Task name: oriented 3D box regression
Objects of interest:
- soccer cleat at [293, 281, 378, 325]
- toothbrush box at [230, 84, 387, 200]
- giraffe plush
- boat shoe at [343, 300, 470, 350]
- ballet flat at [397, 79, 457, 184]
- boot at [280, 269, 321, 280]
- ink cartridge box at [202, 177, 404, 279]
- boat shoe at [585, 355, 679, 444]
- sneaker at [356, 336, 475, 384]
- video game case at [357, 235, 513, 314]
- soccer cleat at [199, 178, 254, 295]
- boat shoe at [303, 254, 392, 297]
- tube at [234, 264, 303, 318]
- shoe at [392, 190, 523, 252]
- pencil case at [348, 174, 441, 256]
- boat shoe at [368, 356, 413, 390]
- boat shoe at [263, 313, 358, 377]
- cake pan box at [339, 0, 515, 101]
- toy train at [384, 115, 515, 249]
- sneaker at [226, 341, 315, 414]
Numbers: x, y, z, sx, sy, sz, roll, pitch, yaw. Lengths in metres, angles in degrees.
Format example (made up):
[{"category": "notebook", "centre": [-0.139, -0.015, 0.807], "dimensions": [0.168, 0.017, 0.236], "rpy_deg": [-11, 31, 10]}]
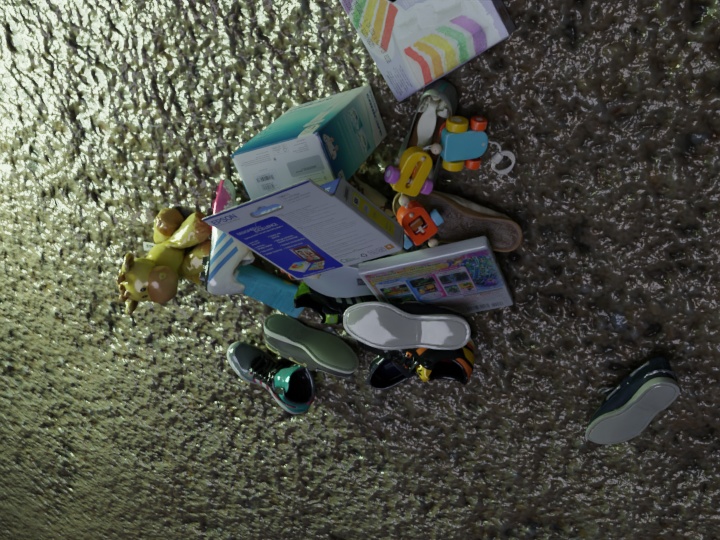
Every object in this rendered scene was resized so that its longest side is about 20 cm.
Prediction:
[{"category": "soccer cleat", "centre": [-0.023, 0.072, 1.173], "dimensions": [0.198, 0.081, 0.068], "rpy_deg": [18, 126, 13]}, {"category": "toothbrush box", "centre": [-0.067, -0.181, 0.963], "dimensions": [0.145, 0.201, 0.086], "rpy_deg": [-9, 118, 28]}, {"category": "giraffe plush", "centre": [-0.366, -0.005, 1.231], "dimensions": [0.198, 0.163, 0.174], "rpy_deg": [-6, 117, 27]}, {"category": "boat shoe", "centre": [0.073, 0.081, 1.056], "dimensions": [0.197, 0.060, 0.075], "rpy_deg": [2, 102, 5]}, {"category": "ballet flat", "centre": [0.088, -0.177, 0.980], "dimensions": [0.067, 0.064, 0.202], "rpy_deg": [21, 126, 8]}, {"category": "boot", "centre": [-0.128, -0.042, 1.111], "dimensions": [0.199, 0.074, 0.109], "rpy_deg": [12, 101, 48]}, {"category": "ink cartridge box", "centre": [-0.075, -0.063, 0.914], "dimensions": [0.196, 0.048, 0.200], "rpy_deg": [-14, 145, 35]}, {"category": "boat shoe", "centre": [0.421, 0.207, 1.063], "dimensions": [0.074, 0.062, 0.201], "rpy_deg": [16, 135, -5]}, {"category": "sneaker", "centre": [0.089, 0.134, 1.090], "dimensions": [0.197, 0.091, 0.071], "rpy_deg": [9, 131, 1]}, {"category": "video game case", "centre": [0.120, 0.022, 1.041], "dimensions": [0.198, 0.024, 0.182], "rpy_deg": [-12, 146, 20]}, {"category": "soccer cleat", "centre": [-0.221, -0.055, 1.157], "dimensions": [0.085, 0.203, 0.070], "rpy_deg": [7, 168, -8]}, {"category": "boat shoe", "centre": [0.000, -0.003, 1.126], "dimensions": [0.197, 0.068, 0.074], "rpy_deg": [-3, 116, 18]}, {"category": "tube", "centre": [-0.184, 0.026, 1.223], "dimensions": [0.198, 0.051, 0.077], "rpy_deg": [27, 134, -18]}, {"category": "shoe", "centre": [0.143, -0.074, 1.009], "dimensions": [0.198, 0.053, 0.071], "rpy_deg": [18, 107, 5]}, {"category": "pencil case", "centre": [0.038, -0.074, 1.059], "dimensions": [0.199, 0.089, 0.078], "rpy_deg": [33, 99, 2]}, {"category": "boat shoe", "centre": [0.086, 0.154, 1.187], "dimensions": [0.199, 0.062, 0.075], "rpy_deg": [-36, 100, 34]}, {"category": "boat shoe", "centre": [-0.094, 0.150, 1.265], "dimensions": [0.199, 0.072, 0.061], "rpy_deg": [26, 132, 17]}, {"category": "cake pan box", "centre": [0.077, -0.355, 0.884], "dimensions": [0.183, 0.052, 0.201], "rpy_deg": [-22, 109, 31]}, {"category": "toy train", "centre": [0.110, -0.130, 0.943], "dimensions": [0.199, 0.056, 0.150], "rpy_deg": [-40, 128, 10]}, {"category": "sneaker", "centre": [-0.163, 0.201, 1.297], "dimensions": [0.199, 0.084, 0.121], "rpy_deg": [39, 149, -11]}]
